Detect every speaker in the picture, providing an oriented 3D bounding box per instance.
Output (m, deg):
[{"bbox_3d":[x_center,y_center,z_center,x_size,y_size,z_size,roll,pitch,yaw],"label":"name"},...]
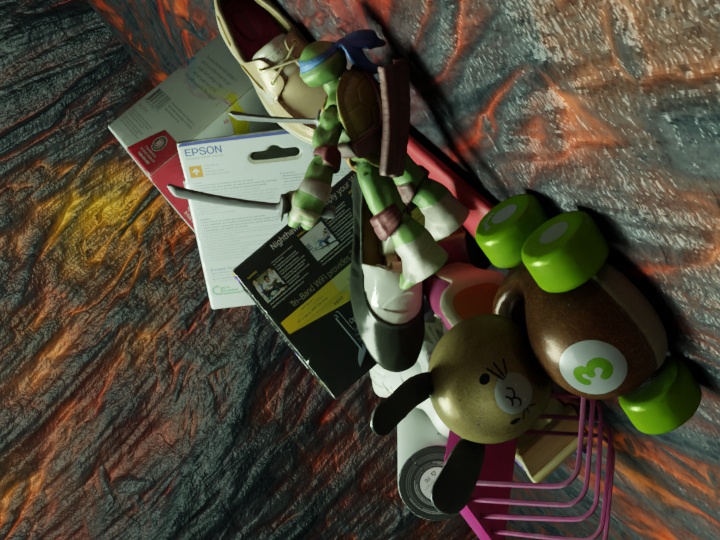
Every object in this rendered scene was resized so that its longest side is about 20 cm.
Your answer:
[{"bbox_3d":[0.079,0.190,1.246,0.081,0.081,0.200,51,-172,-9],"label":"speaker"}]

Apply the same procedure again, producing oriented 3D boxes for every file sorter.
[{"bbox_3d":[0.171,0.180,1.120,0.124,0.140,0.200,0,150,22],"label":"file sorter"}]

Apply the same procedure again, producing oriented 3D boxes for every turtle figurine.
[{"bbox_3d":[-0.017,-0.076,0.937,0.194,0.200,0.144,49,-174,-15],"label":"turtle figurine"}]

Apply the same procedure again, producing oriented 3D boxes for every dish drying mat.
[{"bbox_3d":[0.070,-0.079,1.022,0.200,0.018,0.077,47,173,37],"label":"dish drying mat"}]

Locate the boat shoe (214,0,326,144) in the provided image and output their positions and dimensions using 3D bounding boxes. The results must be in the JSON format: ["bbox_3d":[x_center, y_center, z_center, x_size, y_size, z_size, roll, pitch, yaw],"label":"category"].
[{"bbox_3d":[-0.082,-0.202,1.125,0.200,0.074,0.069,48,178,20],"label":"boat shoe"}]

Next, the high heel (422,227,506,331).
[{"bbox_3d":[0.092,0.041,1.000,0.200,0.067,0.097,-119,17,-55],"label":"high heel"}]

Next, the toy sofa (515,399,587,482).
[{"bbox_3d":[0.167,0.152,1.338,0.200,0.083,0.098,45,170,42],"label":"toy sofa"}]

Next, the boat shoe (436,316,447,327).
[{"bbox_3d":[0.102,0.027,1.190,0.202,0.073,0.063,54,152,13],"label":"boat shoe"}]

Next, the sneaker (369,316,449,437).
[{"bbox_3d":[0.060,0.112,1.226,0.077,0.100,0.201,19,-150,-36],"label":"sneaker"}]

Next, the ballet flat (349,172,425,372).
[{"bbox_3d":[0.022,-0.012,1.046,0.068,0.067,0.202,122,142,-69],"label":"ballet flat"}]

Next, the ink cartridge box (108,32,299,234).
[{"bbox_3d":[-0.144,-0.150,1.292,0.145,0.200,0.145,53,174,-40],"label":"ink cartridge box"}]

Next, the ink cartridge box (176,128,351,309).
[{"bbox_3d":[-0.076,-0.062,1.208,0.041,0.197,0.202,-92,-5,-59],"label":"ink cartridge box"}]

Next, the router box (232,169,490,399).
[{"bbox_3d":[0.000,0.000,1.124,0.158,0.200,0.052,51,174,1],"label":"router box"}]

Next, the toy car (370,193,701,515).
[{"bbox_3d":[0.106,0.076,0.827,0.165,0.200,0.158,52,173,-20],"label":"toy car"}]
